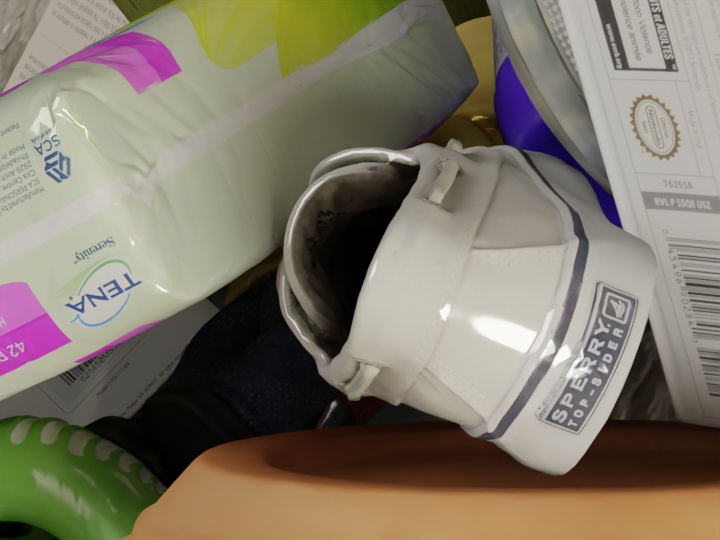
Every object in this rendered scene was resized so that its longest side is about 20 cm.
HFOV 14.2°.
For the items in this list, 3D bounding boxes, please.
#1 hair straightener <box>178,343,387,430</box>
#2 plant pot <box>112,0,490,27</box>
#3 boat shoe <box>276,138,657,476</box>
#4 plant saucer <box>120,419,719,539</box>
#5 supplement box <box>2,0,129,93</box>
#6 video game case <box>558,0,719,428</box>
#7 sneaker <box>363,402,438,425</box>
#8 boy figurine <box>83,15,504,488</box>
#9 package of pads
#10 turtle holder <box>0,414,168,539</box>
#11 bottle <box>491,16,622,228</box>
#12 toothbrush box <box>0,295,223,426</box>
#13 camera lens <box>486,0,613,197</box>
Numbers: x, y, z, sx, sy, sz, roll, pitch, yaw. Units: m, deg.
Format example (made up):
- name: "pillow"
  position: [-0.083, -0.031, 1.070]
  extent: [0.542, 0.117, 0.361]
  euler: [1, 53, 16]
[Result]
- name: "hair straightener"
  position: [-0.026, 0.050, 0.915]
  extent: [0.077, 0.041, 0.200]
  euler: [14, 78, 43]
- name: "plant pot"
  position: [-0.028, -0.140, 0.921]
  extent: [0.187, 0.200, 0.187]
  euler: [-20, 14, 5]
- name: "boat shoe"
  position: [0.012, 0.001, 0.666]
  extent: [0.200, 0.066, 0.072]
  euler: [-119, 52, -79]
- name: "plant saucer"
  position: [0.041, 0.058, 0.660]
  extent: [0.200, 0.200, 0.037]
  euler: [3, 94, 60]
- name: "supplement box"
  position: [-0.043, -0.117, 1.069]
  extent: [0.200, 0.073, 0.126]
  euler: [-62, 30, 5]
- name: "video game case"
  position: [0.134, -0.020, 0.586]
  extent: [0.200, 0.143, 0.018]
  euler: [6, 35, 40]
- name: "sneaker"
  position: [-0.008, 0.120, 0.846]
  extent: [0.200, 0.074, 0.082]
  euler: [-55, 11, 14]
- name: "boy figurine"
  position: [0.000, 0.000, 0.836]
  extent: [0.124, 0.064, 0.200]
  euler: [-26, 17, 51]
- name: "package of pads"
  position: [-0.074, -0.017, 0.748]
  extent: [0.154, 0.068, 0.200]
  euler: [-26, 6, 30]
- name: "turtle holder"
  position: [-0.110, 0.118, 0.793]
  extent: [0.185, 0.132, 0.141]
  euler: [-40, -7, -3]
- name: "bottle"
  position: [0.074, -0.103, 0.850]
  extent: [0.065, 0.084, 0.200]
  euler: [-23, 47, 26]
- name: "toothbrush box"
  position: [-0.137, 0.034, 1.028]
  extent: [0.146, 0.085, 0.200]
  euler: [-46, 18, -5]
- name: "camera lens"
  position: [0.135, -0.097, 0.663]
  extent: [0.200, 0.160, 0.160]
  euler: [-25, 47, 50]
